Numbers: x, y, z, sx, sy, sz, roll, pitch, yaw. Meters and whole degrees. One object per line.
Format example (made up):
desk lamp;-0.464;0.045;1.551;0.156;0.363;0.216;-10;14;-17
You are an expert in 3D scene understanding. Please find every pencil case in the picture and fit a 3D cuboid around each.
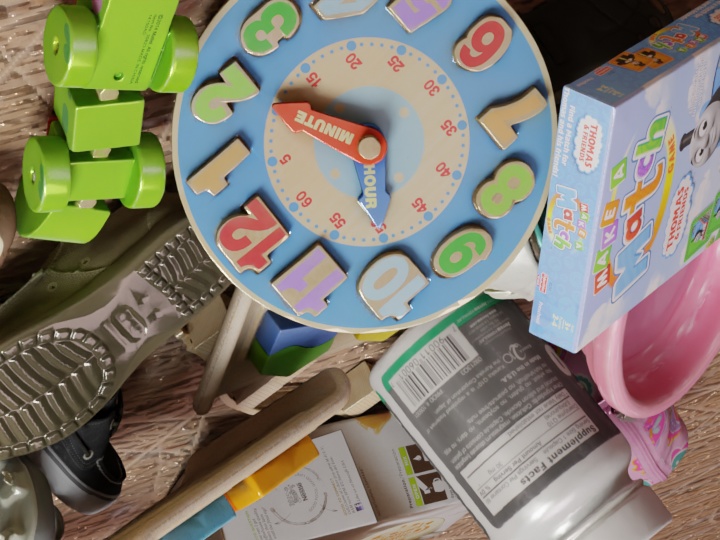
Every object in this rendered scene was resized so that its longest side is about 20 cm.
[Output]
pencil case;0.194;0.104;1.275;0.087;0.088;0.200;-30;148;6

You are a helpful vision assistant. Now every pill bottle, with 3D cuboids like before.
pill bottle;0.106;0.114;1.098;0.113;0.200;0.113;-36;167;-10

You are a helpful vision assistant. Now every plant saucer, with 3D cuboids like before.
plant saucer;0.201;-0.004;1.091;0.200;0.051;0.201;-34;137;-39

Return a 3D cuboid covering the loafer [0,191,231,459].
loafer;-0.154;0.028;0.906;0.200;0.067;0.076;-35;127;-8

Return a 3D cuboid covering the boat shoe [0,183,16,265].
boat shoe;-0.258;0.030;0.856;0.075;0.075;0.203;19;107;-40

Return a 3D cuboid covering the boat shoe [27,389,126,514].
boat shoe;-0.178;0.082;1.006;0.066;0.070;0.200;-27;140;1

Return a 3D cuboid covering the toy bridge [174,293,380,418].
toy bridge;-0.061;0.066;1.094;0.067;0.027;0.200;-36;147;17

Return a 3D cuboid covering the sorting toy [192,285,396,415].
sorting toy;0.000;0.000;0.984;0.199;0.036;0.185;-24;152;-37

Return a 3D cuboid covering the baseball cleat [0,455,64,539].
baseball cleat;-0.200;0.139;0.957;0.106;0.200;0.070;41;83;-33

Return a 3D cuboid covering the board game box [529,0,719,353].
board game box;0.169;-0.063;0.921;0.200;0.037;0.152;-32;138;-41

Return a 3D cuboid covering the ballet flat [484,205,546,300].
ballet flat;0.094;-0.010;1.035;0.069;0.070;0.200;-32;169;10

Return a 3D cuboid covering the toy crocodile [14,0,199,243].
toy crocodile;-0.128;-0.086;0.811;0.067;0.062;0.200;-5;138;-29

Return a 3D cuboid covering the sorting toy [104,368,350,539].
sorting toy;-0.108;0.145;0.960;0.185;0.037;0.200;-35;-178;45

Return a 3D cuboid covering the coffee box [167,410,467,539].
coffee box;-0.026;0.162;1.184;0.199;0.080;0.114;-10;159;-24

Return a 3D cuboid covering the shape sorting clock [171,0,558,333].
shape sorting clock;0.004;-0.065;0.842;0.199;0.039;0.201;-1;105;-5

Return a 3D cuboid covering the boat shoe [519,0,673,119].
boat shoe;0.081;-0.097;0.921;0.199;0.076;0.074;-17;150;-13
